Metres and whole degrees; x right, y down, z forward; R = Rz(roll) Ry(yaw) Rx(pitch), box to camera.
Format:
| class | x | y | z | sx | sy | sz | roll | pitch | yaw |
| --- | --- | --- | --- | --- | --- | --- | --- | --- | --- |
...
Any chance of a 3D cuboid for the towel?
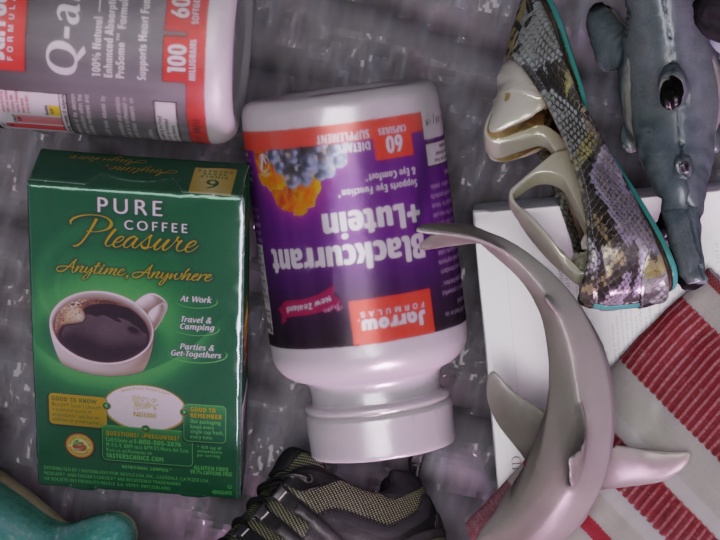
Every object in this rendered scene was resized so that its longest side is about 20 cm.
| class | x | y | z | sx | sy | sz | roll | pitch | yaw |
| --- | --- | --- | --- | --- | --- | --- | --- | --- | --- |
| towel | 0.170 | 0.118 | 1.443 | 0.200 | 0.023 | 0.144 | -47 | 68 | 7 |

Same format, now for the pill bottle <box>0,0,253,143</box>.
| class | x | y | z | sx | sy | sz | roll | pitch | yaw |
| --- | --- | --- | --- | --- | --- | --- | --- | --- | --- |
| pill bottle | -0.163 | -0.133 | 1.460 | 0.198 | 0.116 | 0.117 | 4 | 97 | 3 |

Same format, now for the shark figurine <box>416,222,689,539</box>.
| class | x | y | z | sx | sy | sz | roll | pitch | yaw |
| --- | --- | --- | --- | --- | --- | --- | --- | --- | --- |
| shark figurine | 0.100 | 0.066 | 1.388 | 0.127 | 0.090 | 0.216 | -6 | 108 | 12 |

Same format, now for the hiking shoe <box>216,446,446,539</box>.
| class | x | y | z | sx | sy | sz | roll | pitch | yaw |
| --- | --- | --- | --- | --- | --- | --- | --- | --- | --- |
| hiking shoe | -0.048 | 0.155 | 1.495 | 0.199 | 0.076 | 0.101 | -7 | 65 | -19 |

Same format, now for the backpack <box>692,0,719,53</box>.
| class | x | y | z | sx | sy | sz | roll | pitch | yaw |
| --- | --- | --- | --- | --- | --- | --- | --- | --- | --- |
| backpack | 0.269 | -0.192 | 1.397 | 0.199 | 0.154 | 0.192 | 15 | 71 | -7 |

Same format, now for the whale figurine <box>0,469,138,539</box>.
| class | x | y | z | sx | sy | sz | roll | pitch | yaw |
| --- | --- | --- | --- | --- | --- | --- | --- | --- | --- |
| whale figurine | -0.226 | 0.162 | 1.491 | 0.199 | 0.104 | 0.160 | 11 | 104 | 16 |

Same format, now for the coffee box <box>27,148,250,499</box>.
| class | x | y | z | sx | sy | sz | roll | pitch | yaw |
| --- | --- | --- | --- | --- | --- | --- | --- | --- | --- |
| coffee box | -0.121 | 0.031 | 1.477 | 0.122 | 0.044 | 0.201 | 3 | 120 | 4 |

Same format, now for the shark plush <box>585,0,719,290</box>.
| class | x | y | z | sx | sy | sz | roll | pitch | yaw |
| --- | --- | --- | --- | --- | --- | --- | --- | --- | --- |
| shark plush | 0.159 | -0.090 | 1.435 | 0.090 | 0.083 | 0.201 | 7 | 75 | 7 |

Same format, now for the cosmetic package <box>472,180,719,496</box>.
| class | x | y | z | sx | sy | sz | roll | pitch | yaw |
| --- | --- | --- | --- | --- | --- | --- | --- | --- | --- |
| cosmetic package | 0.145 | 0.056 | 1.494 | 0.150 | 0.052 | 0.202 | -5 | 96 | 3 |

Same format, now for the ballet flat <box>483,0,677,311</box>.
| class | x | y | z | sx | sy | sz | roll | pitch | yaw |
| --- | --- | --- | --- | --- | --- | --- | --- | --- | --- |
| ballet flat | 0.105 | -0.063 | 1.436 | 0.072 | 0.072 | 0.201 | -25 | 63 | 6 |

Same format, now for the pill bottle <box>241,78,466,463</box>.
| class | x | y | z | sx | sy | sz | roll | pitch | yaw |
| --- | --- | --- | --- | --- | --- | --- | --- | --- | --- |
| pill bottle | 0.000 | 0.000 | 1.467 | 0.111 | 0.111 | 0.202 | -7 | 96 | 5 |
